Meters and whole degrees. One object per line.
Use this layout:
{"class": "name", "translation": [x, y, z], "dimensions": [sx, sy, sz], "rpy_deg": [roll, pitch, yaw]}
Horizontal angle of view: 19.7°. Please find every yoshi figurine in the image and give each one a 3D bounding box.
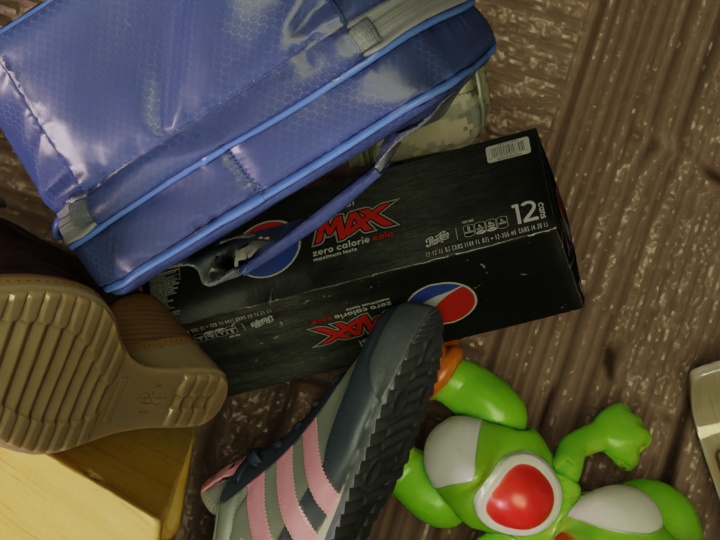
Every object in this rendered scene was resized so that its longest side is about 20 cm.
{"class": "yoshi figurine", "translation": [0.092, 0.111, 1.030], "dimensions": [0.200, 0.112, 0.112], "rpy_deg": [35, 52, 8]}

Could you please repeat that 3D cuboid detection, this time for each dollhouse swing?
{"class": "dollhouse swing", "translation": [-0.167, 0.136, 0.954], "dimensions": [0.182, 0.200, 0.176], "rpy_deg": [31, 98, -5]}

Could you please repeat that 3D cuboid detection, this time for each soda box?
{"class": "soda box", "translation": [0.000, 0.000, 0.985], "dimensions": [0.200, 0.071, 0.063], "rpy_deg": [-14, 52, 9]}

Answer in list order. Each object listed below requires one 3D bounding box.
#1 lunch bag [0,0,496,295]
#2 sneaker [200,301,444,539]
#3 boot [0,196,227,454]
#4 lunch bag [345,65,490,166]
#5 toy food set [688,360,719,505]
{"class": "lunch bag", "translation": [-0.051, -0.073, 0.839], "dimensions": [0.200, 0.136, 0.132], "rpy_deg": [-32, 92, 20]}
{"class": "sneaker", "translation": [-0.031, 0.095, 0.961], "dimensions": [0.082, 0.070, 0.200], "rpy_deg": [27, 96, 20]}
{"class": "boot", "translation": [-0.163, 0.011, 0.878], "dimensions": [0.166, 0.200, 0.072], "rpy_deg": [31, 95, 29]}
{"class": "lunch bag", "translation": [-0.045, -0.136, 0.961], "dimensions": [0.168, 0.139, 0.200], "rpy_deg": [-14, 96, -3]}
{"class": "toy food set", "translation": [0.259, 0.125, 1.014], "dimensions": [0.143, 0.060, 0.200], "rpy_deg": [-15, 73, -3]}
